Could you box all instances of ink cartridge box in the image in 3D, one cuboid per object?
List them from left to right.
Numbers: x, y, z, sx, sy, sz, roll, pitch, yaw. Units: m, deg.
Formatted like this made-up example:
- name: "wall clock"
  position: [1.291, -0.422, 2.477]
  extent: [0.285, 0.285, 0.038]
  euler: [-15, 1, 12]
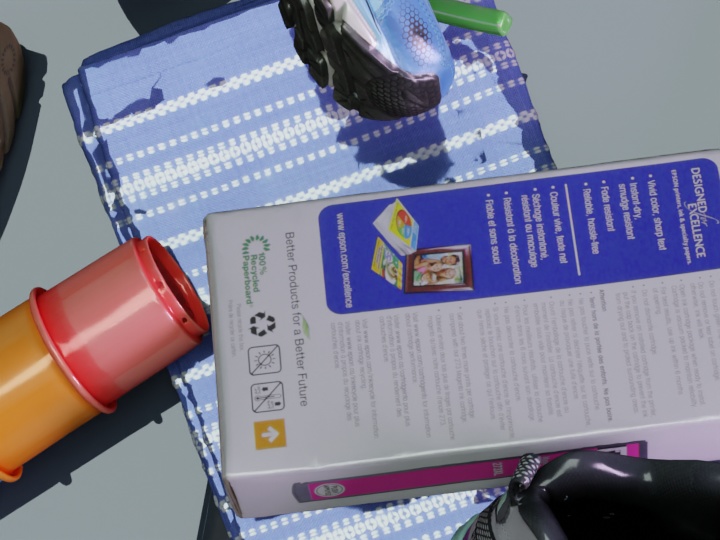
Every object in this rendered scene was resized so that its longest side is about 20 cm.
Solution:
- name: "ink cartridge box"
  position: [0.053, 0.016, 0.812]
  extent: [0.200, 0.037, 0.095]
  euler: [-8, 60, 4]

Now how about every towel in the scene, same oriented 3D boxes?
- name: "towel"
  position: [0.000, 0.000, 0.861]
  extent: [0.145, 0.024, 0.200]
  euler: [-20, 84, 2]

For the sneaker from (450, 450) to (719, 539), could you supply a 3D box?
- name: "sneaker"
  position: [0.123, 0.113, 0.764]
  extent: [0.200, 0.140, 0.078]
  euler: [23, 62, 1]

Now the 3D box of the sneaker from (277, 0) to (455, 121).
- name: "sneaker"
  position: [0.009, -0.141, 0.801]
  extent: [0.090, 0.078, 0.200]
  euler: [-8, 67, -1]

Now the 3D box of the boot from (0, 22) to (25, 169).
- name: "boot"
  position: [-0.235, -0.043, 0.863]
  extent: [0.200, 0.066, 0.175]
  euler: [21, 59, 21]

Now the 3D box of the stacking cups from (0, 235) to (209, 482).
- name: "stacking cups"
  position: [-0.143, 0.053, 0.840]
  extent: [0.200, 0.061, 0.061]
  euler: [-35, 82, 8]

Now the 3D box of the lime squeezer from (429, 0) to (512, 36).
- name: "lime squeezer"
  position: [-0.031, -0.130, 0.861]
  extent: [0.071, 0.038, 0.200]
  euler: [-31, 67, -8]
